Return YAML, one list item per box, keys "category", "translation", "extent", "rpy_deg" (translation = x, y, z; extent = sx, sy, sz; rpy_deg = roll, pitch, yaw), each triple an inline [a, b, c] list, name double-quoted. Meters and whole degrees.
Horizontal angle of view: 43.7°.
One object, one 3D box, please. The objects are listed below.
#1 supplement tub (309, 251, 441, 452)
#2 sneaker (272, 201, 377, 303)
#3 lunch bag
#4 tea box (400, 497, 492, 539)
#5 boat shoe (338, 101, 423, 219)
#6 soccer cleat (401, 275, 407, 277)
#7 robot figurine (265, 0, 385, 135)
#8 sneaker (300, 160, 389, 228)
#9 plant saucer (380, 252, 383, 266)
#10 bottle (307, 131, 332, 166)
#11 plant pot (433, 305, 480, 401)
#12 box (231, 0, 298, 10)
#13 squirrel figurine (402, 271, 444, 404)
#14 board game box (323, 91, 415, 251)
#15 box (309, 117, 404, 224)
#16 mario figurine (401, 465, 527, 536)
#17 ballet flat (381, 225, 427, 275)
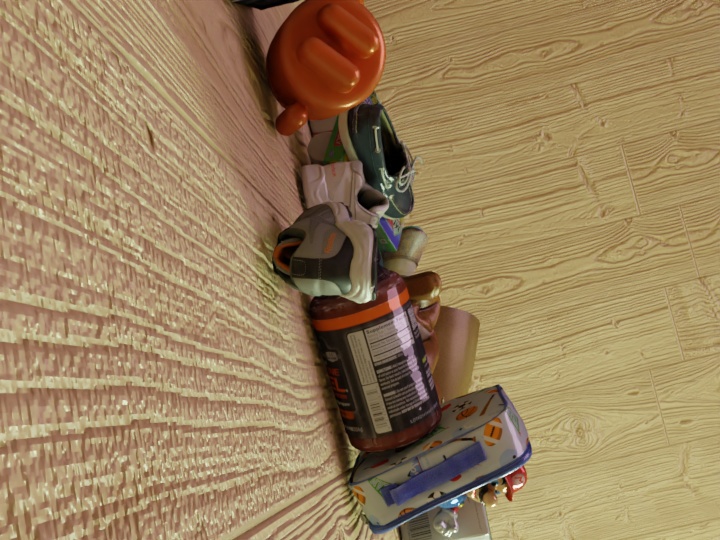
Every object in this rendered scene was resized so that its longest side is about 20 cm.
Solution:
- category: "supplement tub"
  translation: [0.010, 0.073, 0.921]
  extent: [0.107, 0.105, 0.205]
  rpy_deg: [-75, 149, -80]
- category: "sneaker"
  translation: [-0.043, -0.020, 0.777]
  extent: [0.200, 0.077, 0.076]
  rpy_deg: [-152, -117, -74]
- category: "lunch bag"
  translation: [0.079, 0.197, 0.938]
  extent: [0.077, 0.197, 0.160]
  rpy_deg: [61, 6, -3]
- category: "tea box"
  translation: [0.131, 0.375, 1.416]
  extent: [0.199, 0.130, 0.203]
  rpy_deg: [70, 8, -48]
- category: "boat shoe"
  translation: [0.035, -0.136, 1.129]
  extent: [0.201, 0.060, 0.076]
  rpy_deg: [61, 38, -45]
- category: "soccer cleat"
  translation: [0.037, 0.039, 1.277]
  extent: [0.200, 0.082, 0.066]
  rpy_deg: [178, -94, -74]
- category: "robot figurine"
  translation: [-0.039, -0.224, 0.954]
  extent: [0.200, 0.114, 0.148]
  rpy_deg: [-169, -108, -75]
- category: "sneaker"
  translation: [-0.007, -0.056, 1.121]
  extent: [0.202, 0.097, 0.079]
  rpy_deg: [71, 8, -52]
- category: "plant saucer"
  translation: [0.000, 0.000, 1.263]
  extent: [0.019, 0.069, 0.200]
  rpy_deg: [49, 10, -15]
- category: "bottle"
  translation: [-0.027, -0.106, 1.228]
  extent: [0.201, 0.064, 0.085]
  rpy_deg: [70, 13, -55]
- category: "plant pot"
  translation: [0.090, 0.176, 1.355]
  extent: [0.187, 0.181, 0.205]
  rpy_deg: [65, 26, -69]
- category: "box"
  translation: [-0.087, -0.379, 0.896]
  extent: [0.197, 0.121, 0.205]
  rpy_deg: [-78, 154, -76]
- category: "squirrel figurine"
  translation: [0.052, 0.111, 1.095]
  extent: [0.200, 0.139, 0.190]
  rpy_deg: [-138, -153, -85]
- category: "board game box"
  translation: [0.017, -0.138, 1.194]
  extent: [0.201, 0.028, 0.137]
  rpy_deg: [55, 42, -50]
- category: "box"
  translation: [-0.004, -0.160, 1.405]
  extent: [0.128, 0.106, 0.205]
  rpy_deg: [-68, 144, -82]
- category: "mario figurine"
  translation: [0.134, 0.306, 1.235]
  extent: [0.124, 0.195, 0.108]
  rpy_deg: [59, 17, -73]
- category: "ballet flat"
  translation: [0.045, 0.004, 1.357]
  extent: [0.200, 0.067, 0.069]
  rpy_deg: [135, -41, -56]
